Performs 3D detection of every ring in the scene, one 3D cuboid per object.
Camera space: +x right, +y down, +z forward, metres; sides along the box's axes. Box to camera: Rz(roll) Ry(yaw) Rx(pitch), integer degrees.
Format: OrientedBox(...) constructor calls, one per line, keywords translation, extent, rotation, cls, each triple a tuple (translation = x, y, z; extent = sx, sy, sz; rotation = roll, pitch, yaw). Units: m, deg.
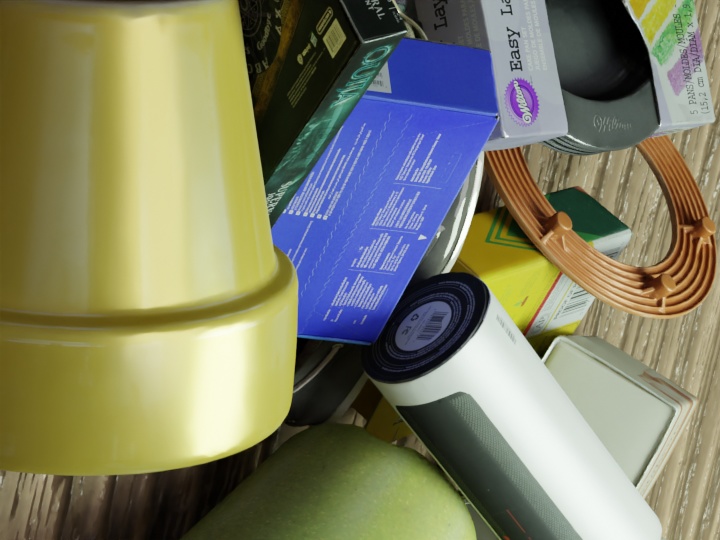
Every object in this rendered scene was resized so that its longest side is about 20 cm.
OrientedBox(translation=(0.146, -0.060, 1.410), extent=(0.200, 0.019, 0.201), rotation=(28, 42, -28), cls="ring")

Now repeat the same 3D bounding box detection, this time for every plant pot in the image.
OrientedBox(translation=(-0.030, 0.185, 1.247), extent=(0.184, 0.200, 0.201), rotation=(-51, 140, -46), cls="plant pot")
OrientedBox(translation=(-0.122, -0.035, 1.004), extent=(0.201, 0.200, 0.189), rotation=(-16, 116, -51), cls="plant pot")

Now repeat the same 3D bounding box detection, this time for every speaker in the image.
OrientedBox(translation=(0.085, 0.095, 1.271), extent=(0.081, 0.081, 0.200), rotation=(-55, 125, -26), cls="speaker")

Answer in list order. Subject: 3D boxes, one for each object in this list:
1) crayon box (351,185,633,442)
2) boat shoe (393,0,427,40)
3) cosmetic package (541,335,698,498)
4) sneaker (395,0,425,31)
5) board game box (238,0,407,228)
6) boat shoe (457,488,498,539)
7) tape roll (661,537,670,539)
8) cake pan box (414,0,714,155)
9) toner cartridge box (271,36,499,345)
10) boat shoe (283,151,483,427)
OrientedBox(translation=(0.066, 0.026, 1.377), extent=(0.200, 0.051, 0.127), rotation=(-16, 142, -52), cls="crayon box")
OrientedBox(translation=(0.000, -0.100, 1.149), extent=(0.072, 0.065, 0.200), rotation=(-53, 138, -23), cls="boat shoe")
OrientedBox(translation=(0.146, 0.103, 1.452), extent=(0.104, 0.087, 0.200), rotation=(-60, 168, 6), cls="cosmetic package")
OrientedBox(translation=(-0.007, -0.114, 1.238), extent=(0.200, 0.074, 0.088), rotation=(-39, 139, -38), cls="sneaker")
OrientedBox(translation=(-0.052, -0.110, 1.053), extent=(0.028, 0.135, 0.200), rotation=(-17, 162, -29), cls="board game box")
OrientedBox(translation=(0.080, 0.221, 1.492), extent=(0.060, 0.072, 0.202), rotation=(-41, 137, -45), cls="boat shoe")
OrientedBox(translation=(0.189, 0.269, 1.548), extent=(0.071, 0.202, 0.203), rotation=(-42, 133, -37), cls="tape roll")
OrientedBox(translation=(0.105, -0.160, 1.265), extent=(0.184, 0.052, 0.201), rotation=(-6, 86, -42), cls="cake pan box")
OrientedBox(translation=(-0.009, -0.038, 1.150), extent=(0.200, 0.095, 0.043), rotation=(118, -25, -51), cls="toner cartridge box")
OrientedBox(translation=(0.000, 0.000, 1.272), extent=(0.057, 0.067, 0.200), rotation=(15, 111, -45), cls="boat shoe")
